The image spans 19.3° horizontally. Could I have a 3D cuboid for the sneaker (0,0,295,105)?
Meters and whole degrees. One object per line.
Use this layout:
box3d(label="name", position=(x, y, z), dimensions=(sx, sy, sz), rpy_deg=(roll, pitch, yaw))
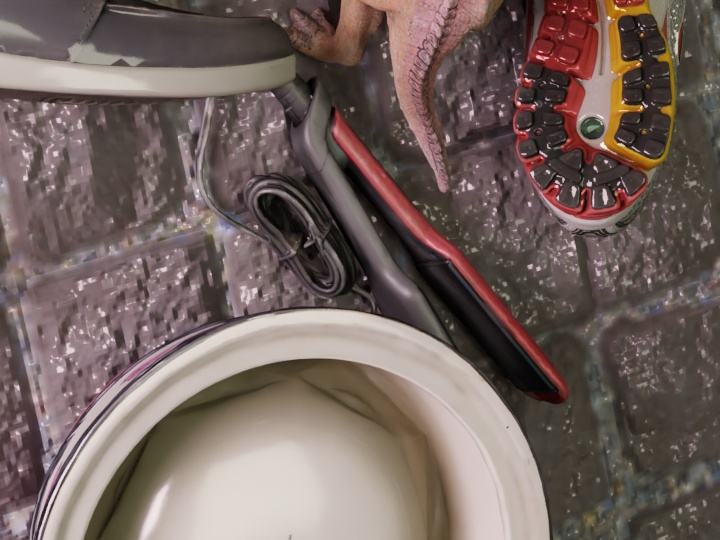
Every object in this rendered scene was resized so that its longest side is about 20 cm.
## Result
box3d(label="sneaker", position=(-0.113, -0.114, 0.739), dimensions=(0.198, 0.075, 0.107), rpy_deg=(3, 91, -23))

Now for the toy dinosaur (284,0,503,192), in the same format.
box3d(label="toy dinosaur", position=(0.037, -0.133, 0.790), dimensions=(0.085, 0.135, 0.202), rpy_deg=(10, 88, -28))

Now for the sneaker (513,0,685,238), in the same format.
box3d(label="sneaker", position=(0.096, -0.108, 0.865), dimensions=(0.077, 0.082, 0.202), rpy_deg=(8, 73, 9))

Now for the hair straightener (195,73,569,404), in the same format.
box3d(label="hair straightener", position=(0.000, 0.000, 0.829), dimensions=(0.077, 0.041, 0.201), rpy_deg=(-44, 111, -20))

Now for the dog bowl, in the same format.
box3d(label="dog bowl", position=(-0.033, 0.107, 0.785), dimensions=(0.198, 0.074, 0.202), rpy_deg=(-3, 100, -20))
